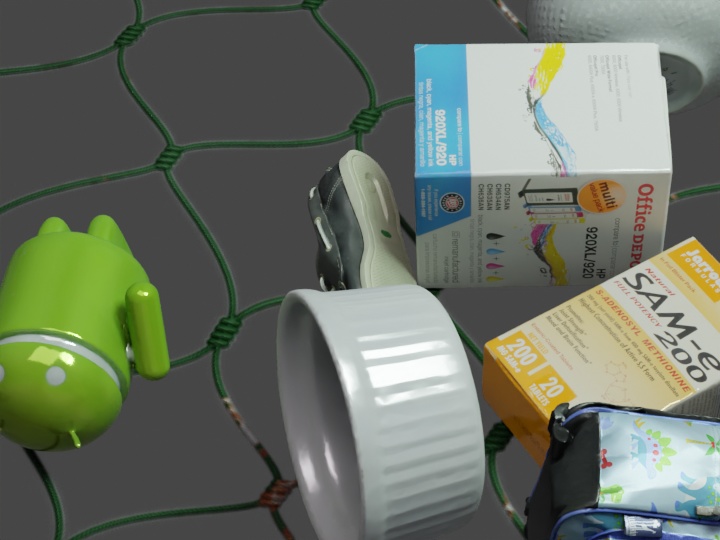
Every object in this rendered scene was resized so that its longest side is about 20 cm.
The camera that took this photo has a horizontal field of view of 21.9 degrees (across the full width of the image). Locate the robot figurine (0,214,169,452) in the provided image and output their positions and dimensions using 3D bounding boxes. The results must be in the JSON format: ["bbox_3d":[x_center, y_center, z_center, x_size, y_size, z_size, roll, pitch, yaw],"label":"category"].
[{"bbox_3d":[-0.227,0.052,1.424,0.175,0.116,0.200,-1,50,14],"label":"robot figurine"}]

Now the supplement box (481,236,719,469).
[{"bbox_3d":[0.208,0.074,1.412,0.200,0.074,0.126,-27,54,-19],"label":"supplement box"}]

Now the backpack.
[{"bbox_3d":[0.219,0.189,1.249,0.200,0.183,0.147,3,57,-2],"label":"backpack"}]

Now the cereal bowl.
[{"bbox_3d":[0.238,-0.189,1.555,0.200,0.200,0.083,0,58,3],"label":"cereal bowl"}]

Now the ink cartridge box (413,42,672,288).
[{"bbox_3d":[0.143,-0.084,1.500,0.200,0.147,0.145,-1,51,2],"label":"ink cartridge box"}]

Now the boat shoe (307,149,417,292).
[{"bbox_3d":[0.000,0.000,1.503,0.068,0.072,0.200,-32,52,27],"label":"boat shoe"}]

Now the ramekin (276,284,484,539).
[{"bbox_3d":[0.014,0.104,1.322,0.098,0.201,0.201,-11,50,-16],"label":"ramekin"}]
